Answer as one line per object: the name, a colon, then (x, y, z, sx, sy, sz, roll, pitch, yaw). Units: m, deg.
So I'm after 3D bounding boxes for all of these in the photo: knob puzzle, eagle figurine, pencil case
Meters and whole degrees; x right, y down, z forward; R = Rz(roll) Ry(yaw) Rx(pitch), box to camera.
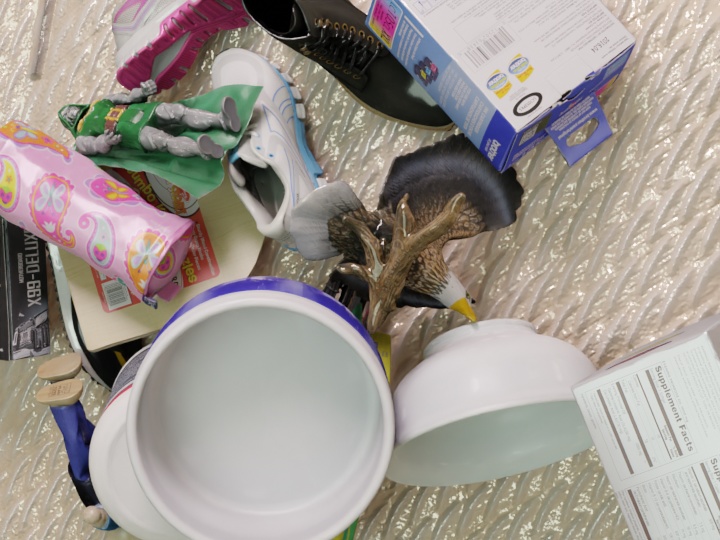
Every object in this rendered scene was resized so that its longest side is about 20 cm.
knob puzzle: (-0.169, -0.040, 1.446, 0.217, 0.030, 0.222, 0, 75, 0)
eagle figurine: (0.044, -0.018, 1.292, 0.150, 0.200, 0.152, -12, 102, 18)
pencil case: (-0.236, -0.048, 1.390, 0.199, 0.087, 0.088, 30, 106, 7)

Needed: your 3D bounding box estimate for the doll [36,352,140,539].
doll: (-0.240, 0.180, 1.479, 0.048, 0.137, 0.201, -17, 122, 0)

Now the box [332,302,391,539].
box: (-0.012, 0.138, 1.358, 0.048, 0.118, 0.202, 10, 117, -3)

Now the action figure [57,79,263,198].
action figure: (-0.188, -0.123, 1.397, 0.199, 0.055, 0.119, 7, 54, 38)

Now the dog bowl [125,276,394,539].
dog bowl: (-0.074, 0.109, 1.231, 0.198, 0.079, 0.202, 0, 103, -1)

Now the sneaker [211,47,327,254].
sneaker: (-0.087, -0.110, 1.395, 0.075, 0.086, 0.201, -35, 68, 25)

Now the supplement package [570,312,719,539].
supplement package: (0.259, 0.122, 1.218, 0.110, 0.200, 0.157, -24, 86, 23)

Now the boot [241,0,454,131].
boot: (-0.010, -0.175, 1.330, 0.199, 0.138, 0.078, 32, 104, 6)

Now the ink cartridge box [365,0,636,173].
ink cartridge box: (0.119, -0.175, 1.282, 0.136, 0.076, 0.200, -37, 76, -19)

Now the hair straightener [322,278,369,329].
hair straightener: (0.000, 0.000, 1.411, 0.077, 0.041, 0.201, 31, 111, 18)

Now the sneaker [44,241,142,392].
sneaker: (-0.225, 0.010, 1.486, 0.089, 0.070, 0.202, -19, 86, 27)

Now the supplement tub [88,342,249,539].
supplement tub: (-0.149, 0.135, 1.378, 0.139, 0.200, 0.142, 0, 103, -1)

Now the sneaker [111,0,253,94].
sneaker: (-0.145, -0.246, 1.419, 0.199, 0.081, 0.089, -34, 61, 9)

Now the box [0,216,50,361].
box: (-0.371, -0.003, 1.529, 0.199, 0.050, 0.160, 3, 98, 42)

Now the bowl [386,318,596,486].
bowl: (0.104, 0.099, 1.305, 0.200, 0.201, 0.091, -23, 65, 23)
